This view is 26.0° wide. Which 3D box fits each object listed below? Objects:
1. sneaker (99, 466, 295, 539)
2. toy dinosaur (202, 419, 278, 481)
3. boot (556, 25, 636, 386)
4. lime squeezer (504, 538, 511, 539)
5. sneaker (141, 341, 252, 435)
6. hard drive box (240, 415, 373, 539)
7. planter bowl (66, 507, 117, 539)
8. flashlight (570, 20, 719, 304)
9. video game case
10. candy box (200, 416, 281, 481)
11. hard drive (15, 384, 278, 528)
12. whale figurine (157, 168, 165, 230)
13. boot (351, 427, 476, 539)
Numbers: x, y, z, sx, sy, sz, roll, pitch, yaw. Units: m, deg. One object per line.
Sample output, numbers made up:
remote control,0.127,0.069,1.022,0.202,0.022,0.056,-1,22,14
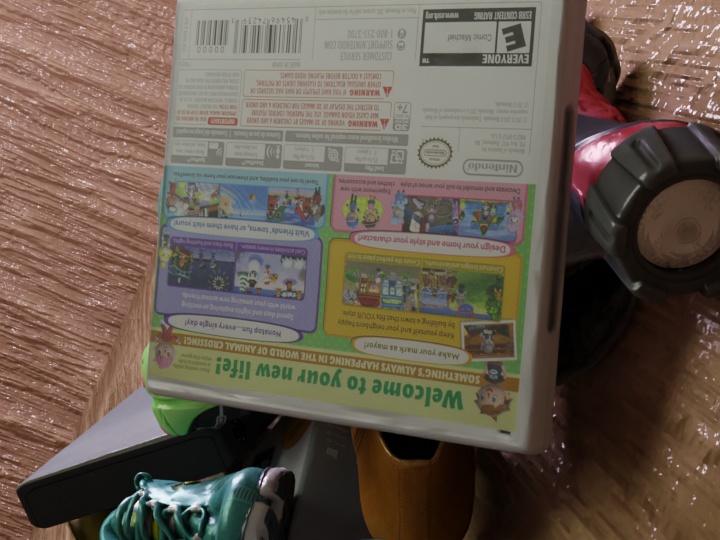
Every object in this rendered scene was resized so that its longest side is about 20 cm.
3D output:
sneaker,-0.087,0.138,0.792,0.200,0.080,0.078,-40,30,64
toy dinosaur,-0.082,0.139,1.096,0.200,0.077,0.102,-45,11,50
boot,0.078,-0.011,0.779,0.200,0.073,0.182,-89,23,-44
lime squeezer,0.022,0.213,0.691,0.071,0.038,0.200,-22,-38,-62
sneaker,-0.049,0.034,0.880,0.200,0.084,0.077,-57,-43,-57
hard drive box,-0.028,0.171,0.850,0.156,0.077,0.200,127,161,-50
planter bowl,-0.104,0.196,0.991,0.083,0.200,0.200,-34,11,-6
flashlight,0.105,-0.061,0.663,0.068,0.068,0.200,-63,22,23
video game case,-0.004,-0.027,0.655,0.200,0.022,0.182,5,91,34
candy box,-0.115,0.184,1.202,0.200,0.026,0.102,-68,-21,-6
hard drive,-0.106,0.090,0.968,0.139,0.033,0.200,-20,9,21
whale figurine,-0.023,-0.061,0.748,0.200,0.104,0.159,-51,15,27
boot,0.027,0.046,0.750,0.144,0.071,0.201,89,179,-48
